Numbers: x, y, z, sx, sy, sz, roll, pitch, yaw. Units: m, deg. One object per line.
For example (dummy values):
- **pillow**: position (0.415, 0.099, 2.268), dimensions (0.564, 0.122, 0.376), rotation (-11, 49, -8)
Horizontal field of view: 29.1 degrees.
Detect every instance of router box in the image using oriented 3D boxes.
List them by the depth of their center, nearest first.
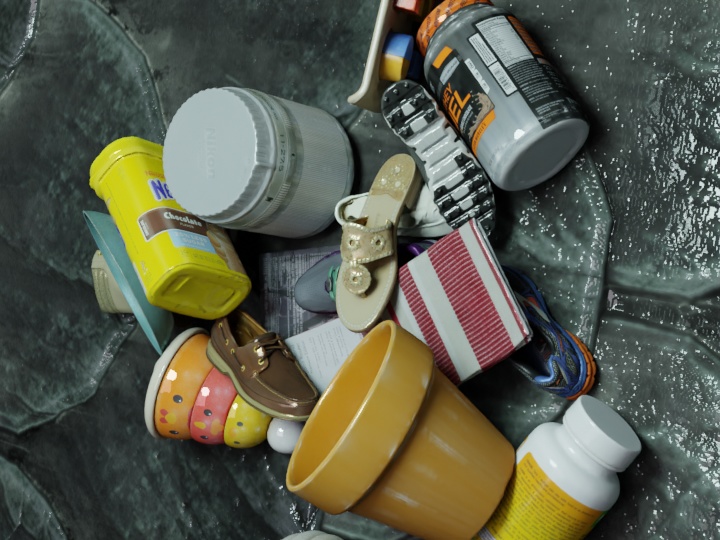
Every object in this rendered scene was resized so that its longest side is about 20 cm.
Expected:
- **router box**: position (0.017, 0.148, 1.598), dimensions (0.178, 0.049, 0.203), rotation (-23, 80, 32)

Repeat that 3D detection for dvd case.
- **dvd case**: position (-0.039, 0.046, 1.679), dimensions (0.198, 0.016, 0.151), rotation (-6, 82, 34)

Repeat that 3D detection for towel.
- **towel**: position (0.085, 0.054, 1.494), dimensions (0.199, 0.023, 0.145), rotation (-36, 73, 36)

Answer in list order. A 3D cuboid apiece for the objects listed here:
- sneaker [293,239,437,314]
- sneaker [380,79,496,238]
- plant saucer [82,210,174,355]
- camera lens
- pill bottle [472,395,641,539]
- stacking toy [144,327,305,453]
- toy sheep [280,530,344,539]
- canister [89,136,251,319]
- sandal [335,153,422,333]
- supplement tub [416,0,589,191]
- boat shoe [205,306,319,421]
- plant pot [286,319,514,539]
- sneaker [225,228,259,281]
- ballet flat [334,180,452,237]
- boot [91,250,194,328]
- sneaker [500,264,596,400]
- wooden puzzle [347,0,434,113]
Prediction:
- **sneaker**: position (0.000, 0.000, 1.591), dimensions (0.198, 0.087, 0.076), rotation (-16, 79, 22)
- **sneaker**: position (0.091, -0.125, 1.528), dimensions (0.066, 0.091, 0.201), rotation (-30, 101, 12)
- **plant saucer**: position (-0.278, 0.008, 1.706), dimensions (0.036, 0.201, 0.201), rotation (-29, 64, -12)
- **camera lens**: position (-0.115, -0.125, 1.636), dimensions (0.158, 0.199, 0.163), rotation (-4, 84, 35)
- **pill bottle**: position (0.198, 0.230, 1.437), dimensions (0.111, 0.110, 0.201), rotation (48, 112, 28)
- **stacking toy**: position (-0.151, 0.167, 1.700), dimensions (0.198, 0.146, 0.148), rotation (20, 98, 18)
- **toy sheep**: position (-0.062, 0.366, 1.600), dimensions (0.198, 0.137, 0.140), rotation (-1, 85, 40)
- **canister**: position (-0.222, -0.048, 1.640), dimensions (0.087, 0.148, 0.201), rotation (-43, 56, 22)
- **sandal**: position (0.005, -0.044, 1.519), dimensions (0.077, 0.070, 0.214), rotation (4, 65, 36)
- **supplement tub**: position (0.149, -0.197, 1.503), dimensions (0.122, 0.122, 0.201), rotation (-43, 63, 24)
- **boat shoe**: position (-0.115, 0.107, 1.615), dimensions (0.200, 0.071, 0.068), rotation (36, 125, 43)
- **plant pot**: position (0.051, 0.185, 1.427), dimensions (0.182, 0.201, 0.201), rotation (33, 109, -10)
- **sneaker**: position (-0.168, -0.070, 1.760), dimensions (0.082, 0.071, 0.203), rotation (-14, 75, 13)
- **ballet flat**: position (0.054, -0.072, 1.594), dimensions (0.198, 0.069, 0.071), rotation (-8, 81, 34)
- **boot**: position (-0.281, -0.034, 1.824), dimensions (0.154, 0.072, 0.203), rotation (7, 98, 35)
- **sneaker**: position (0.169, 0.057, 1.493), dimensions (0.200, 0.078, 0.076), rotation (43, 109, 30)
- **wooden puzzle**: position (0.050, -0.273, 1.557), dimensions (0.046, 0.185, 0.203), rotation (19, 96, 8)
